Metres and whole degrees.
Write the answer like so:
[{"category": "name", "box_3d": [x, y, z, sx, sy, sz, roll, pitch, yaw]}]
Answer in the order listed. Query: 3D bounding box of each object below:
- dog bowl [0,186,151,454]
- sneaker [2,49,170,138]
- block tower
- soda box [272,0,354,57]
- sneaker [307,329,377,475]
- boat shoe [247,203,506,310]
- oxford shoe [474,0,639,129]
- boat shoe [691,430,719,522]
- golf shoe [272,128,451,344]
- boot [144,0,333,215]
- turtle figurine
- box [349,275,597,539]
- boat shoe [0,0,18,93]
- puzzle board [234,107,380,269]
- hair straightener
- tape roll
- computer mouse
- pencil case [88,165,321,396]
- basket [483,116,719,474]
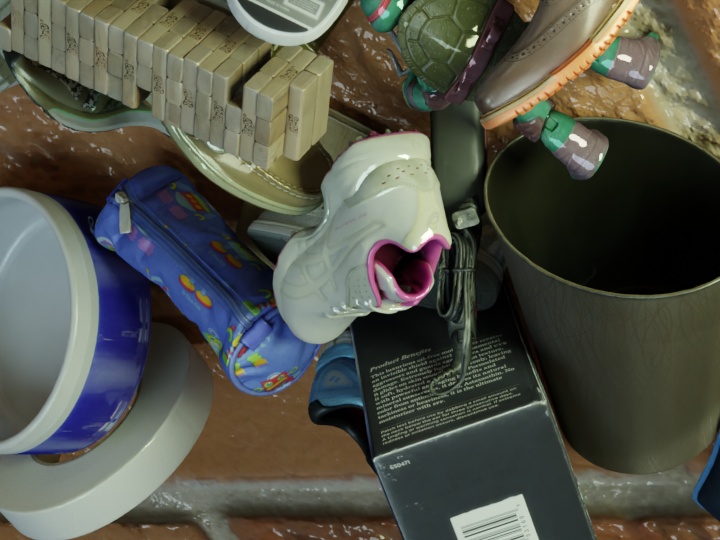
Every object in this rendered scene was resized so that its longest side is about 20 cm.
[{"category": "dog bowl", "box_3d": [-0.252, 0.040, 1.526, 0.200, 0.201, 0.079, -10, 168, 40]}, {"category": "sneaker", "box_3d": [-0.141, -0.141, 1.313, 0.089, 0.200, 0.077, -52, 51, 31]}, {"category": "block tower", "box_3d": [-0.116, -0.127, 1.165, 0.199, 0.054, 0.058, 24, 134, 17]}, {"category": "soda box", "box_3d": [-0.099, -0.212, 1.260, 0.200, 0.064, 0.068, 45, 139, -17]}, {"category": "sneaker", "box_3d": [0.044, 0.133, 1.505, 0.200, 0.090, 0.078, 30, 142, -1]}, {"category": "boat shoe", "box_3d": [0.014, -0.020, 1.372, 0.201, 0.065, 0.074, 6, 147, 36]}, {"category": "oxford shoe", "box_3d": [0.124, -0.164, 1.103, 0.073, 0.071, 0.200, 42, 100, -4]}, {"category": "boat shoe", "box_3d": [0.282, 0.116, 1.343, 0.069, 0.084, 0.200, 38, 159, 18]}, {"category": "golf shoe", "box_3d": [0.000, 0.000, 1.263, 0.092, 0.075, 0.200, 65, 150, 27]}, {"category": "boot", "box_3d": [-0.061, -0.131, 1.216, 0.200, 0.072, 0.155, 44, 137, -13]}, {"category": "turtle figurine", "box_3d": [0.068, -0.138, 1.181, 0.200, 0.101, 0.150, 28, 126, -9]}, {"category": "box", "box_3d": [0.082, 0.136, 1.355, 0.123, 0.199, 0.201, -18, 116, 5]}, {"category": "boat shoe", "box_3d": [-0.216, -0.175, 1.375, 0.199, 0.068, 0.075, -21, 115, 22]}, {"category": "puzzle board", "box_3d": [-0.011, -0.035, 1.426, 0.150, 0.017, 0.200, 27, 142, 6]}, {"category": "hair straightener", "box_3d": [0.056, -0.022, 1.253, 0.041, 0.201, 0.077, 5, 177, 8]}, {"category": "tape roll", "box_3d": [-0.207, 0.124, 1.581, 0.202, 0.203, 0.037, -8, 132, 39]}, {"category": "computer mouse", "box_3d": [-0.015, -0.220, 1.124, 0.109, 0.201, 0.044, 27, -179, -2]}, {"category": "pencil case", "box_3d": [-0.111, 0.002, 1.421, 0.200, 0.078, 0.087, 43, -174, 34]}, {"category": "basket", "box_3d": [0.172, 0.027, 1.275, 0.180, 0.136, 0.200, 30, 150, 35]}]
